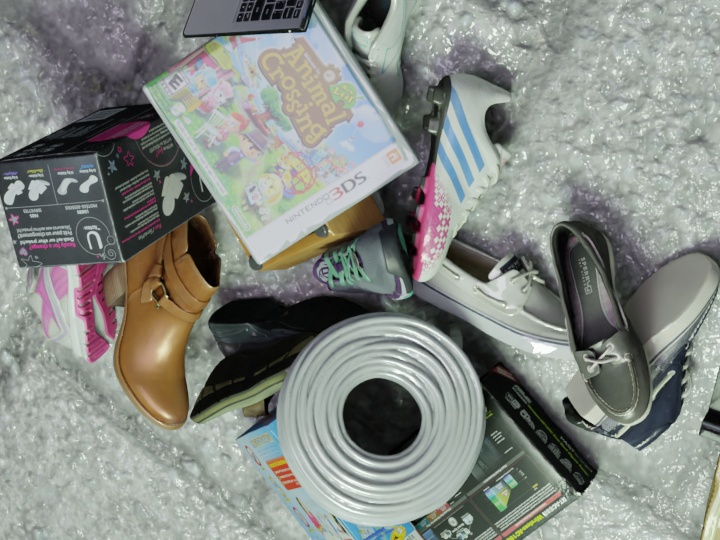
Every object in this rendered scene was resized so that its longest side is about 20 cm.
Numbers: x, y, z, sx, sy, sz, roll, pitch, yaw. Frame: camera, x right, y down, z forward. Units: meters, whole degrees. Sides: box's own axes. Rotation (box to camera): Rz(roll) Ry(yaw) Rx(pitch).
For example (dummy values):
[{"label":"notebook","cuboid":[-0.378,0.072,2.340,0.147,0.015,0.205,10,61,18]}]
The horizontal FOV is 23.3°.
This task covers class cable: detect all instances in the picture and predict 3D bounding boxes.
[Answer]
[{"label":"cable","cuboid":[0.022,0.139,1.647,0.199,0.069,0.201,-13,82,-9]}]

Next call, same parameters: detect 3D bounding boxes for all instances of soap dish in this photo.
[{"label":"soap dish","cuboid":[-0.083,-0.101,1.701,0.157,0.081,0.200,-22,100,47]}]

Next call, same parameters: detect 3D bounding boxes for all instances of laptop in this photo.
[{"label":"laptop","cuboid":[-0.071,-0.319,1.553,0.200,0.188,0.116,1,148,26]}]

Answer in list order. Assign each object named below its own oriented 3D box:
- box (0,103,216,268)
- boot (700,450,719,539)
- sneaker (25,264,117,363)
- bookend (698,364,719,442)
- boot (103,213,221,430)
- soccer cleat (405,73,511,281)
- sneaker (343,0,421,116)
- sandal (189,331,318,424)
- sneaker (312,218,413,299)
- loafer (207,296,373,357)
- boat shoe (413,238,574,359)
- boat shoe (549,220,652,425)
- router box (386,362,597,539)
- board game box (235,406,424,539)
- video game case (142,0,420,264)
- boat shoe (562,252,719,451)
[{"label":"box","cuboid":[-0.248,-0.087,1.735,0.132,0.200,0.115,-4,108,27]},{"label":"boot","cuboid":[0.403,0.228,1.624,0.154,0.072,0.200,14,114,18]},{"label":"sneaker","cuboid":[-0.321,0.001,1.874,0.088,0.081,0.201,10,112,20]},{"label":"bookend","cuboid":[0.378,0.031,1.483,0.092,0.199,0.200,18,115,20]},{"label":"boot","cuboid":[-0.191,0.051,1.805,0.155,0.074,0.200,-32,73,39]},{"label":"soccer cleat","cuboid":[0.095,-0.083,1.633,0.086,0.070,0.201,8,102,-7]},{"label":"sneaker","cuboid":[0.007,-0.209,1.639,0.070,0.080,0.201,21,118,15]},{"label":"sandal","cuboid":[-0.102,0.120,1.756,0.201,0.080,0.057,-20,124,42]},{"label":"sneaker","cuboid":[0.000,0.000,1.648,0.087,0.200,0.075,-13,85,-3]},{"label":"loafer","cuboid":[-0.061,0.072,1.790,0.200,0.073,0.072,2,120,35]},{"label":"boat shoe","cuboid":[0.140,0.019,1.671,0.200,0.071,0.070,26,121,22]},{"label":"boat shoe","cuboid":[0.212,0.046,1.591,0.067,0.057,0.200,-28,59,30]},{"label":"router box","cuboid":[0.116,0.209,1.756,0.150,0.062,0.200,50,122,3]},{"label":"board game box","cuboid":[-0.032,0.225,1.769,0.196,0.056,0.200,52,164,-1]},{"label":"video game case","cuboid":[-0.073,-0.136,1.614,0.182,0.022,0.200,-32,96,8]},{"label":"boat shoe","cuboid":[0.283,0.079,1.633,0.093,0.075,0.200,31,108,-31]}]
